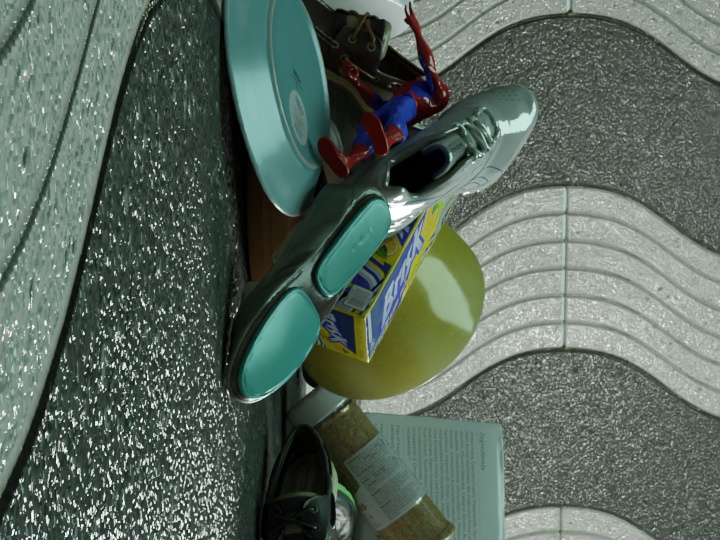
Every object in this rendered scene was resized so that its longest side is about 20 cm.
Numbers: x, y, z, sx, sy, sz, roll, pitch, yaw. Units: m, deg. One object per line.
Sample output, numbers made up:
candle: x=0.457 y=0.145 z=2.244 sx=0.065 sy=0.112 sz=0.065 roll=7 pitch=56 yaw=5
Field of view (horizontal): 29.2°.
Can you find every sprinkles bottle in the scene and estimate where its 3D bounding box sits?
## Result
sprinkles bottle: x=0.010 y=0.202 z=1.383 sx=0.200 sy=0.068 sz=0.068 roll=52 pitch=1 yaw=2

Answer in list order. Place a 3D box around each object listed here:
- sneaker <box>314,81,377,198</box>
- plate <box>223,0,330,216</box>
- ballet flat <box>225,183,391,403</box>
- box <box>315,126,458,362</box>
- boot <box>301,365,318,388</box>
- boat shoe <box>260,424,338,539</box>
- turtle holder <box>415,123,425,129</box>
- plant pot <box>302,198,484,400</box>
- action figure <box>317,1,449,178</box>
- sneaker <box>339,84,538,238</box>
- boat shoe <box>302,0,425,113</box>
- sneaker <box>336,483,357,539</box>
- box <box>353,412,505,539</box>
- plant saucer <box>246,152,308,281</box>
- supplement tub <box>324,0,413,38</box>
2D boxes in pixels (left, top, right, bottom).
sneaker: x=-0.027 y=-0.155 z=1.262 sx=0.074 sy=0.079 sz=0.201 roll=117 pitch=-40 yaw=-65
plate: x=-0.054 y=-0.141 z=1.020 sx=0.200 sy=0.025 sz=0.201 roll=-8 pitch=90 yaw=-76
ballet flat: x=-0.050 y=0.014 z=1.008 sx=0.200 sy=0.063 sz=0.068 roll=-53 pitch=137 yaw=-27
box: x=0.019 y=-0.026 z=1.158 sx=0.070 sy=0.064 sz=0.200 roll=86 pitch=29 yaw=-53
boot: x=-0.041 y=0.015 z=1.538 sx=0.139 sy=0.077 sz=0.201 roll=-96 pitch=-166 yaw=-48
boat shoe: x=-0.054 y=0.211 z=1.162 sx=0.201 sy=0.071 sz=0.066 roll=-87 pitch=166 yaw=-55
turtle holder: x=0.014 y=-0.117 z=1.486 sx=0.186 sy=0.131 sz=0.141 roll=89 pitch=-20 yaw=-59
plant pot: x=0.000 y=0.000 z=1.290 sx=0.142 sy=0.199 sz=0.201 roll=54 pitch=30 yaw=-49
action figure: x=0.016 y=-0.148 z=1.101 sx=0.099 sy=0.065 sz=0.200 roll=63 pitch=26 yaw=-6
sneaker: x=0.075 y=-0.091 z=1.106 sx=0.075 sy=0.200 sz=0.087 roll=54 pitch=-25 yaw=-1
boat shoe: x=-0.003 y=-0.195 z=1.182 sx=0.200 sy=0.072 sz=0.072 roll=40 pitch=33 yaw=-31
sneaker: x=-0.039 y=0.288 z=1.359 sx=0.084 sy=0.076 sz=0.201 roll=-94 pitch=-179 yaw=-58
box: x=0.044 y=0.274 z=1.522 sx=0.199 sy=0.170 sz=0.201 roll=142 pitch=-47 yaw=-63
plant saucer: x=-0.067 y=-0.053 z=1.136 sx=0.200 sy=0.037 sz=0.201 roll=-1 pitch=90 yaw=-88
supplement tub: x=-0.008 y=-0.356 z=1.456 sx=0.132 sy=0.131 sz=0.201 roll=82 pitch=10 yaw=-75
